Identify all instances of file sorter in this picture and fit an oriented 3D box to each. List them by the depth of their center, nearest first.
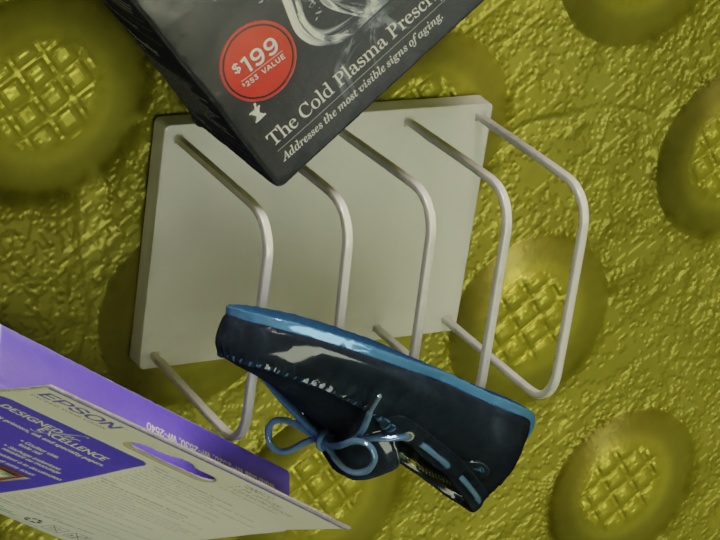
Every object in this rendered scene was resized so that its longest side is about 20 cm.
[{"bbox_3d":[0.000,0.000,1.230,0.199,0.124,0.140,-6,117,-29],"label":"file sorter"}]

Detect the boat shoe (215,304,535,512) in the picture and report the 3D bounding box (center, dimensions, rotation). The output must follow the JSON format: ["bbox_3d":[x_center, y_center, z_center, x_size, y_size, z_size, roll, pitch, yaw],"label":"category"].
[{"bbox_3d":[0.010,0.072,1.138,0.199,0.084,0.069,24,88,-35],"label":"boat shoe"}]

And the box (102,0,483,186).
[{"bbox_3d":[-0.035,-0.180,1.115,0.200,0.104,0.182,-43,124,-5],"label":"box"}]

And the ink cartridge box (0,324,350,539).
[{"bbox_3d":[-0.135,0.085,1.155,0.198,0.199,0.044,30,62,-39],"label":"ink cartridge box"}]
